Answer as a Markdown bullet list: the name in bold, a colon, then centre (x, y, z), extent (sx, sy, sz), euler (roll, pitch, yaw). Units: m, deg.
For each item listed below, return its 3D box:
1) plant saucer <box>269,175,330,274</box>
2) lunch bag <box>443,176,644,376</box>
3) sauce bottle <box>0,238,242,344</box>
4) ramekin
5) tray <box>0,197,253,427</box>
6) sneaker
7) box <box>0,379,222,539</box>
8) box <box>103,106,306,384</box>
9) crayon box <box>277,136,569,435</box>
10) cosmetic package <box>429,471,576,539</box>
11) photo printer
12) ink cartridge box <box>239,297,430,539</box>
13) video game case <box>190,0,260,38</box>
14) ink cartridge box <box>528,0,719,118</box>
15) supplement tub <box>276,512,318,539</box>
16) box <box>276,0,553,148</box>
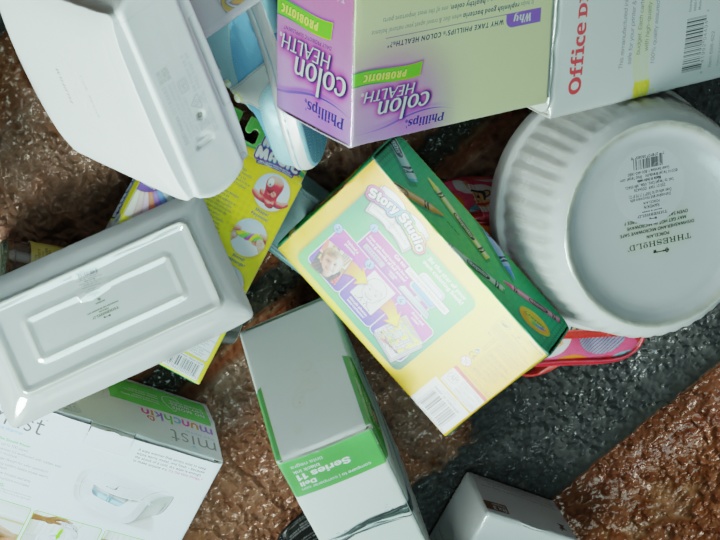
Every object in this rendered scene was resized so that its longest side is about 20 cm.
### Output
- **plant saucer**: centre (0.000, 0.000, 1.556), extent (0.199, 0.019, 0.070), euler (37, 106, 2)
- **lunch bag**: centre (0.142, 0.012, 1.621), extent (0.198, 0.082, 0.177), euler (-3, 123, -11)
- **sauce bottle**: centre (-0.191, 0.023, 1.545), extent (0.198, 0.065, 0.065), euler (13, 115, -21)
- **ramekin**: centre (0.207, -0.043, 1.505), extent (0.198, 0.105, 0.202), euler (-3, 102, -16)
- **tray**: centre (-0.188, 0.027, 1.451), extent (0.199, 0.022, 0.108), euler (-25, 89, -6)
- **sneaker**: centre (-0.104, -0.161, 1.435), extent (0.129, 0.080, 0.202), euler (-12, 102, 20)
- **box**: centre (-0.240, 0.174, 1.596), extent (0.199, 0.097, 0.177), euler (19, 111, -23)
- **box**: centre (-0.130, -0.030, 1.501), extent (0.117, 0.048, 0.201), euler (29, 86, -15)
- **crayon box**: centre (0.047, 0.012, 1.496), extent (0.200, 0.058, 0.119), euler (48, 122, -2)
- **cosmetic package**: centre (0.099, 0.289, 1.765), extent (0.101, 0.074, 0.201), euler (21, 109, -24)
- **photo printer**: centre (-0.177, -0.147, 1.381), extent (0.069, 0.199, 0.167), euler (-37, 127, -23)
- **ink cartridge box**: centre (-0.017, 0.144, 1.584), extent (0.082, 0.147, 0.201), euler (-22, 136, 2)
- **video game case**: centre (-0.085, -0.287, 1.353), extent (0.199, 0.023, 0.183), euler (-37, 102, -18)
- **ink cartridge box**: centre (0.196, -0.210, 1.465), extent (0.199, 0.083, 0.146), euler (-15, 120, -31)
- **supplement tub**: centre (0.003, 0.300, 1.661), extent (0.121, 0.201, 0.123), euler (-10, 130, -12)
- **box**: centre (0.039, -0.207, 1.355), extent (0.175, 0.096, 0.202), euler (-15, 118, -32)
